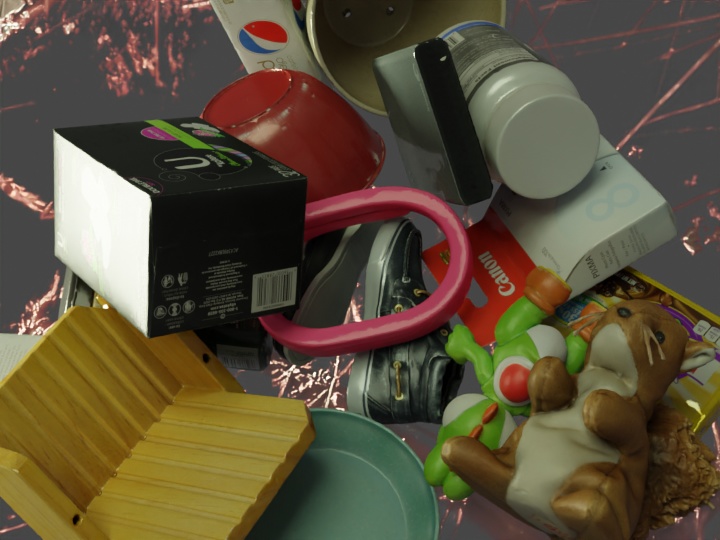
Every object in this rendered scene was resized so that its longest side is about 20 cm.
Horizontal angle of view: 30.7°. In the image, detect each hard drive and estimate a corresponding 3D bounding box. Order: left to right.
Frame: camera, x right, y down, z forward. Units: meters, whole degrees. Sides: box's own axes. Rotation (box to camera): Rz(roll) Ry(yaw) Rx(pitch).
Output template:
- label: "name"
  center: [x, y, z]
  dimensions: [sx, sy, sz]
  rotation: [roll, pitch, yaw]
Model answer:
- label: "hard drive"
  center: [0.061, -0.131, 1.169]
  dimensions: [0.033, 0.200, 0.140]
  rotation: [-19, 98, -7]

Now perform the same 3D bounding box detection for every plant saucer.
- label: "plant saucer"
  center: [-0.035, 0.212, 1.098]
  dimensions: [0.200, 0.036, 0.200]
  rotation: [1, 57, -2]

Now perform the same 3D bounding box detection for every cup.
- label: "cup"
  center: [0.027, -0.266, 1.317]
  dimensions: [0.200, 0.200, 0.143]
  rotation: [-37, 26, -4]

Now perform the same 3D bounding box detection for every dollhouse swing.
- label: "dollhouse swing"
  center: [-0.172, 0.123, 1.060]
  dimensions: [0.176, 0.182, 0.200]
  rotation: [-15, 30, 49]

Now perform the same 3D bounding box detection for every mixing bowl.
- label: "mixing bowl"
  center: [-0.088, -0.123, 1.266]
  dimensions: [0.200, 0.108, 0.200]
  rotation: [-20, 34, 14]

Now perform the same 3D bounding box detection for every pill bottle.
- label: "pill bottle"
  center: [0.132, -0.146, 1.185]
  dimensions: [0.114, 0.114, 0.200]
  rotation: [-32, 31, 0]

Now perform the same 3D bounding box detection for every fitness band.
- label: "fitness band"
  center: [0.000, 0.000, 1.153]
  dimensions: [0.200, 0.037, 0.144]
  rotation: [-13, 62, 9]

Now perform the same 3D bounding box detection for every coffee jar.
- label: "coffee jar"
  center: [-0.180, 0.036, 1.225]
  dimensions: [0.200, 0.085, 0.104]
  rotation: [4, 66, 0]

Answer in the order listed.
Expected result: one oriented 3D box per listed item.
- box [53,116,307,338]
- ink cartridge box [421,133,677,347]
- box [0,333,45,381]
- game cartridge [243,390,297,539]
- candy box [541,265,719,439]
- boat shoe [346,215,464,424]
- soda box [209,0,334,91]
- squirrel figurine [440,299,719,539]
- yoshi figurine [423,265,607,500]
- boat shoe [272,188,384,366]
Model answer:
- label: "box"
  center: [-0.159, -0.045, 1.121]
  dimensions: [0.148, 0.125, 0.200]
  rotation: [-10, 26, -33]
- label: "ink cartridge box"
  center: [0.158, -0.037, 1.173]
  dimensions: [0.200, 0.047, 0.160]
  rotation: [-30, 38, 0]
- label: "box"
  center: [-0.322, 0.136, 1.210]
  dimensions: [0.200, 0.152, 0.107]
  rotation: [2, 62, 21]
- label: "game cartridge"
  center: [-0.127, 0.201, 1.153]
  dimensions: [0.133, 0.040, 0.200]
  rotation: [-19, 57, -1]
- label: "candy box"
  center: [0.234, 0.056, 1.126]
  dimensions: [0.200, 0.026, 0.102]
  rotation: [33, 77, 34]
- label: "boat shoe"
  center: [0.053, 0.045, 1.178]
  dimensions: [0.091, 0.071, 0.201]
  rotation: [1, 68, 23]
- label: "soda box"
  center: [-0.085, -0.236, 1.315]
  dimensions: [0.068, 0.200, 0.064]
  rotation: [-10, 58, 12]
- label: "squirrel figurine"
  center: [0.194, 0.123, 1.006]
  dimensions: [0.141, 0.200, 0.187]
  rotation: [13, 65, 44]
- label: "yoshi figurine"
  center: [0.121, 0.100, 1.091]
  dimensions: [0.200, 0.112, 0.112]
  rotation: [-53, 43, -5]
- label: "boat shoe"
  center: [-0.038, 0.001, 1.237]
  dimensions: [0.060, 0.076, 0.200]
  rotation: [14, 54, 26]
